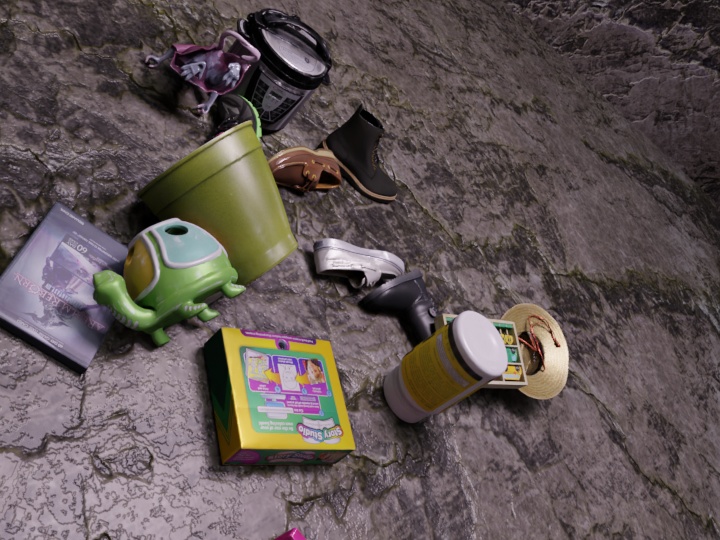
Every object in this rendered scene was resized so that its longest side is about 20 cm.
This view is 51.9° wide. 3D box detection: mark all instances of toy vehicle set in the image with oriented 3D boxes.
[{"bbox_3d":[0.224,0.151,1.364,0.197,0.026,0.127,8,63,-38],"label":"toy vehicle set"}]

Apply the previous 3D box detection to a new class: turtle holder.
[{"bbox_3d":[-0.257,0.016,0.970,0.183,0.141,0.134,-30,86,-23],"label":"turtle holder"}]

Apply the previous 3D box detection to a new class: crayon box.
[{"bbox_3d":[-0.113,0.180,1.042,0.197,0.058,0.176,13,51,-41],"label":"crayon box"}]

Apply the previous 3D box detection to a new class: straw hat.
[{"bbox_3d":[0.328,0.175,1.505,0.197,0.085,0.206,13,62,-25],"label":"straw hat"}]

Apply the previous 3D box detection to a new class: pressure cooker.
[{"bbox_3d":[-0.159,-0.381,1.369,0.180,0.199,0.175,52,34,3],"label":"pressure cooker"}]

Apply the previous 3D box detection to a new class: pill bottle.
[{"bbox_3d":[0.133,0.163,1.205,0.113,0.199,0.116,28,41,-27],"label":"pill bottle"}]

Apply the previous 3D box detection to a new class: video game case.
[{"bbox_3d":[-0.370,0.016,0.939,0.142,0.019,0.202,36,37,-20],"label":"video game case"}]

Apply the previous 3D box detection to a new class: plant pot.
[{"bbox_3d":[-0.192,-0.082,1.093,0.195,0.198,0.200,57,34,-9],"label":"plant pot"}]

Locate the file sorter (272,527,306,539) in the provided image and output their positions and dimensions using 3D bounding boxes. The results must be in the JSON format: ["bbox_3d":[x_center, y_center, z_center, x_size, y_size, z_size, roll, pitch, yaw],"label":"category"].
[{"bbox_3d":[-0.075,0.419,0.804,0.201,0.139,0.125,50,38,0],"label":"file sorter"}]

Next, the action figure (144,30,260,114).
[{"bbox_3d":[-0.275,-0.363,1.271,0.134,0.149,0.200,40,3,-27],"label":"action figure"}]

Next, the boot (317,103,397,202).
[{"bbox_3d":[0.029,-0.231,1.496,0.198,0.138,0.079,29,39,-29],"label":"boot"}]

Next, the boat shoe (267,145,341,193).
[{"bbox_3d":[-0.102,-0.182,1.365,0.198,0.072,0.068,-12,65,-54],"label":"boat shoe"}]

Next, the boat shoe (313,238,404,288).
[{"bbox_3d":[0.000,0.000,1.325,0.197,0.070,0.072,16,63,-39],"label":"boat shoe"}]

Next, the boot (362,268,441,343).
[{"bbox_3d":[0.104,0.109,1.350,0.163,0.065,0.203,-21,82,-46],"label":"boot"}]

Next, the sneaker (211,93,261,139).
[{"bbox_3d":[-0.219,-0.232,1.278,0.083,0.076,0.204,14,48,-44],"label":"sneaker"}]
